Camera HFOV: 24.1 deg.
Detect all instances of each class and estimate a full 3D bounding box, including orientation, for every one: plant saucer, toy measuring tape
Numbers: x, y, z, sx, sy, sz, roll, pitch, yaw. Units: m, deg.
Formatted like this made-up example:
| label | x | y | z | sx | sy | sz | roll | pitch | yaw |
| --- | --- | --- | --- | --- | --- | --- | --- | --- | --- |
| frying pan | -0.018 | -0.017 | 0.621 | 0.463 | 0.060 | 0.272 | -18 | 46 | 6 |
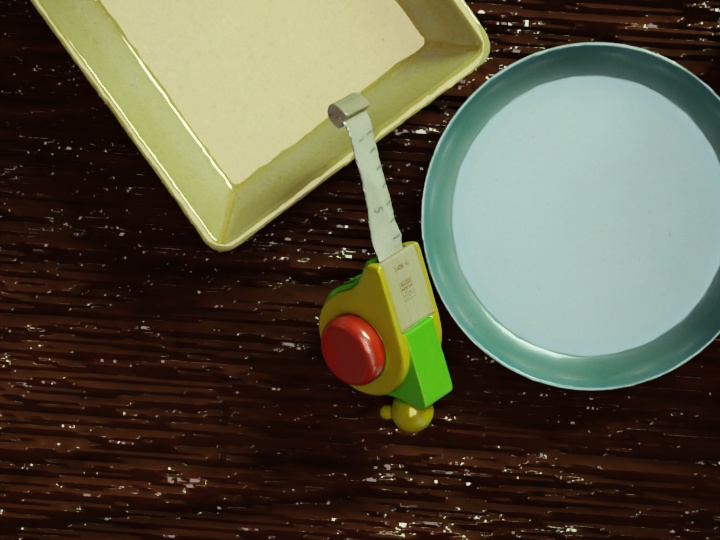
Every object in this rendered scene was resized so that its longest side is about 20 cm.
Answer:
| label | x | y | z | sx | sy | sz | roll | pitch | yaw |
| --- | --- | --- | --- | --- | --- | --- | --- | --- | --- |
| plant saucer | -0.059 | -0.147 | 0.973 | 0.200 | 0.048 | 0.200 | -36 | 92 | 4 |
| toy measuring tape | 0.000 | 0.000 | 0.964 | 0.073 | 0.074 | 0.201 | -16 | 104 | 3 |
| plant saucer | 0.135 | -0.032 | 0.986 | 0.199 | 0.027 | 0.202 | 0 | 95 | 2 |

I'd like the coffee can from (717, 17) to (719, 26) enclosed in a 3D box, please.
| label | x | y | z | sx | sy | sz | roll | pitch | yaw |
| --- | --- | --- | --- | --- | --- | --- | --- | --- | --- |
| coffee can | 0.298 | -0.072 | 0.918 | 0.146 | 0.146 | 0.201 | -23 | 93 | 3 |
